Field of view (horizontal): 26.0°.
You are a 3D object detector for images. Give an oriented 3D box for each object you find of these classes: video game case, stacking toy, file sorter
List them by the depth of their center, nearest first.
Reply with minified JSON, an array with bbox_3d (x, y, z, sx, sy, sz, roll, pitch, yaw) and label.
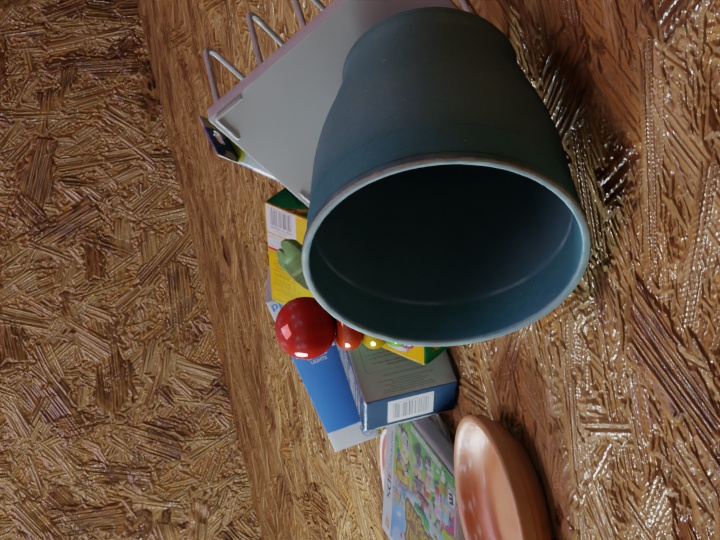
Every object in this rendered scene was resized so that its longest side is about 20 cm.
[{"bbox_3d":[-0.013,-0.176,1.268,0.139,0.200,0.125,40,-161,-35],"label":"file sorter"},{"bbox_3d":[0.023,0.034,1.359,0.085,0.199,0.086,170,90,-78],"label":"stacking toy"},{"bbox_3d":[0.068,0.246,1.643,0.200,0.022,0.183,-131,38,-58],"label":"video game case"}]

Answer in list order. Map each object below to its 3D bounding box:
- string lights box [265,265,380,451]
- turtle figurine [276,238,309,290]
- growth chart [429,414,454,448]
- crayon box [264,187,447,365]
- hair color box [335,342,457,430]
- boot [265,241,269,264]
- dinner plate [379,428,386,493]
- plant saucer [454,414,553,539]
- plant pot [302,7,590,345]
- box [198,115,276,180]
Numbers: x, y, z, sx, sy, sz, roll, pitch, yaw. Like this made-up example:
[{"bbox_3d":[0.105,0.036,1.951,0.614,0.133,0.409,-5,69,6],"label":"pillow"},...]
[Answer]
[{"bbox_3d":[-0.040,0.089,1.755,0.103,0.059,0.201,-93,-19,-67],"label":"string lights box"},{"bbox_3d":[0.000,-0.087,1.370,0.143,0.194,0.201,10,128,31],"label":"turtle figurine"},{"bbox_3d":[0.066,0.189,1.691,0.200,0.018,0.145,-118,28,-45],"label":"growth chart"},{"bbox_3d":[0.000,0.000,1.533,0.199,0.058,0.119,22,130,31],"label":"crayon box"},{"bbox_3d":[0.024,0.059,1.622,0.061,0.099,0.201,91,165,-54],"label":"hair color box"},{"bbox_3d":[-0.078,0.015,2.134,0.200,0.075,0.074,-117,22,-52],"label":"boot"},{"bbox_3d":[0.060,0.282,1.830,0.200,0.024,0.201,170,90,-79],"label":"dinner plate"},{"bbox_3d":[0.132,0.227,1.412,0.200,0.037,0.201,170,90,-77],"label":"plant saucer"},{"bbox_3d":[0.056,-0.079,1.135,0.201,0.199,0.189,94,175,-50],"label":"plant pot"},{"bbox_3d":[-0.070,-0.125,1.699,0.048,0.199,0.122,-59,26,15],"label":"box"}]
